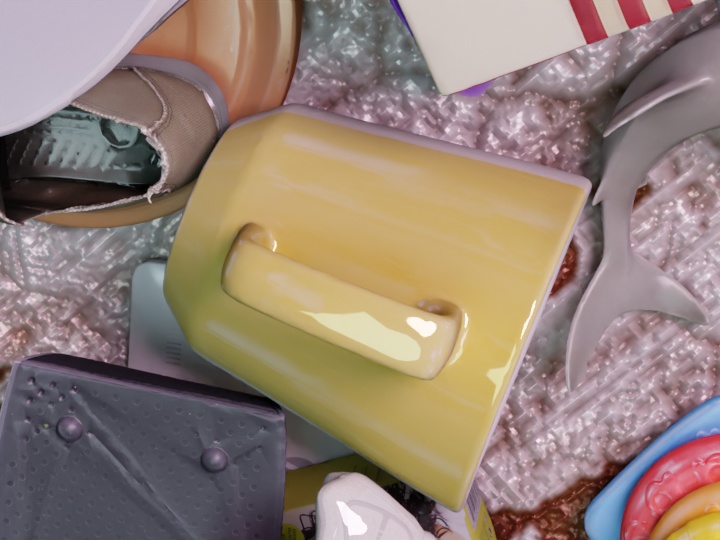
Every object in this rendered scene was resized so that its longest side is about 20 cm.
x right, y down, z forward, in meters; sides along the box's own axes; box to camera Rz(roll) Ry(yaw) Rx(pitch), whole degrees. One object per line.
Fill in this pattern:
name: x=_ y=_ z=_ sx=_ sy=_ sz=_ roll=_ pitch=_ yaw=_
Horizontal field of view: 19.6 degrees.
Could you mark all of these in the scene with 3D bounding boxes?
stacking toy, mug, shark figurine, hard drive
stacking toy: x=0.162 y=0.149 z=0.880 sx=0.116 sy=0.200 sz=0.110 roll=43 pitch=111 yaw=-9
mug: x=0.003 y=-0.005 z=0.867 sx=0.152 sy=0.150 sz=0.187 roll=23 pitch=155 yaw=6
shark figurine: x=0.124 y=-0.051 z=0.858 sx=0.128 sy=0.089 sz=0.215 roll=52 pitch=138 yaw=11
hard drive: x=-0.103 y=0.136 z=0.931 sx=0.134 sy=0.042 sz=0.202 roll=11 pitch=112 yaw=4

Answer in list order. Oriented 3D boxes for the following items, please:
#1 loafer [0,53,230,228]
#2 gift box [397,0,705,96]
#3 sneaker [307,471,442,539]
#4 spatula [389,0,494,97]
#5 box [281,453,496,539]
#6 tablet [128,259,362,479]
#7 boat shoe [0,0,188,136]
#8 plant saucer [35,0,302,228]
loafer: x=-0.158 y=-0.060 z=0.882 sx=0.198 sy=0.070 sz=0.076 roll=-2 pitch=111 yaw=9
gift box: x=0.081 y=-0.208 z=0.771 sx=0.199 sy=0.185 sz=0.188 roll=-22 pitch=115 yaw=12
sneaker: x=-0.049 y=0.164 z=0.869 sx=0.200 sy=0.075 sz=0.081 roll=-42 pitch=97 yaw=7
spatula: x=-0.014 y=-0.150 z=0.876 sx=0.200 sy=0.057 sz=0.021 roll=42 pitch=130 yaw=-2
box: x=-0.039 y=0.137 z=0.972 sx=0.198 sy=0.050 sz=0.076 roll=-17 pitch=107 yaw=14
tablet: x=-0.050 y=0.096 z=0.992 sx=0.129 sy=0.014 sz=0.202 roll=8 pitch=113 yaw=5
boat shoe: x=-0.099 y=-0.118 z=0.839 sx=0.199 sy=0.057 sz=0.069 roll=-36 pitch=86 yaw=7
plant saucer: x=-0.125 y=-0.113 z=0.912 sx=0.198 sy=0.032 sz=0.202 roll=3 pitch=112 yaw=7
